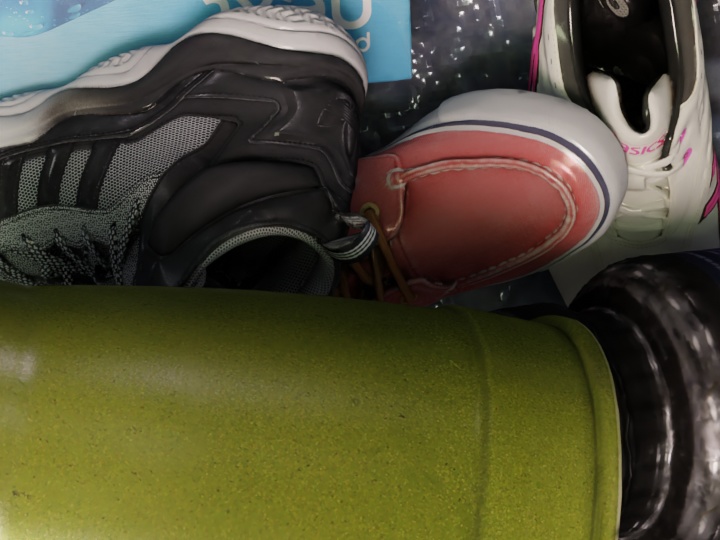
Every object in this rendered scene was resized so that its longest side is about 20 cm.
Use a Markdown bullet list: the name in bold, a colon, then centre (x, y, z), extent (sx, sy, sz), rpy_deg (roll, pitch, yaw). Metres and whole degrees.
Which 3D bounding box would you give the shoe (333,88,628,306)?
- **shoe**: centre (0.000, 0.000, 0.964), extent (0.199, 0.091, 0.072), rpy_deg (-13, 119, 40)

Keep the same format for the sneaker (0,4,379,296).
- **sneaker**: centre (-0.084, -0.007, 0.916), extent (0.199, 0.114, 0.076), rpy_deg (-24, 139, 16)

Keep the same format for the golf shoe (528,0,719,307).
- **golf shoe**: centre (0.091, -0.048, 0.971), extent (0.072, 0.092, 0.201), rpy_deg (-6, 113, 8)

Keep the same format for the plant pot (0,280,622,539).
- **plant pot**: centre (-0.050, 0.086, 0.816), extent (0.192, 0.201, 0.201), rpy_deg (16, 115, -14)

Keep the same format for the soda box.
- **soda box**: centre (-0.085, -0.101, 0.962), extent (0.199, 0.064, 0.068), rpy_deg (-5, 113, -8)

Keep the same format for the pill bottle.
- **pill bottle**: centre (0.137, 0.046, 0.944), extent (0.199, 0.112, 0.112), rpy_deg (-5, 116, -26)
